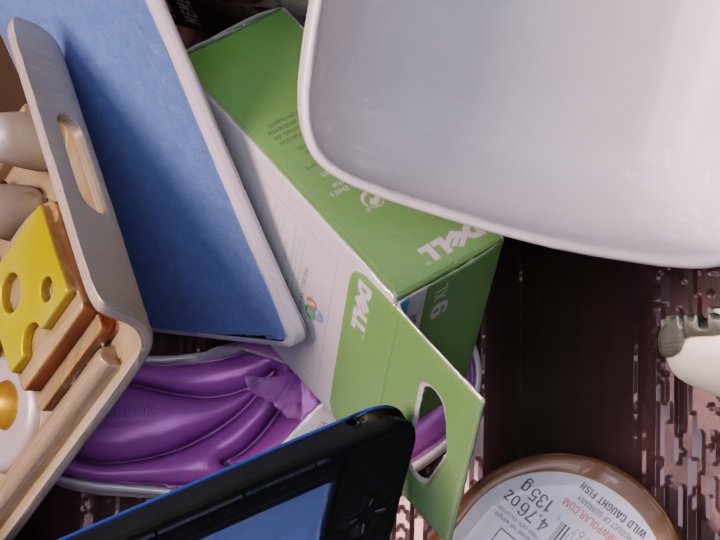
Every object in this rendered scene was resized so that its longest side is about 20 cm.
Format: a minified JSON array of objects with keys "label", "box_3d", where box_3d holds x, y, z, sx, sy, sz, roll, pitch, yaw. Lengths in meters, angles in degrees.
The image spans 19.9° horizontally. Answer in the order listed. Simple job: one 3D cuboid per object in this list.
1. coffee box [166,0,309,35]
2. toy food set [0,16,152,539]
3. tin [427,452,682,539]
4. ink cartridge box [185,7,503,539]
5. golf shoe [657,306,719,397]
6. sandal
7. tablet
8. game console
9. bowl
[{"label":"coffee box","box_3d":[-0.049,-0.160,0.836,0.112,0.200,0.080,17,79,9]},{"label":"toy food set","box_3d":[-0.160,0.018,0.826,0.200,0.060,0.144,-51,48,36]},{"label":"tin","box_3d":[0.054,0.165,0.853,0.112,0.042,0.200,38,86,15]},{"label":"ink cartridge box","box_3d":[0.000,0.000,0.825,0.059,0.104,0.200,-28,60,-27]},{"label":"golf shoe","box_3d":[0.207,0.067,0.798,0.199,0.077,0.089,16,89,10]},{"label":"sandal","box_3d":[-0.047,0.062,0.874,0.201,0.050,0.083,-10,80,4]},{"label":"tablet","box_3d":[-0.095,-0.061,0.833,0.014,0.130,0.201,-33,111,-32]},{"label":"game console","box_3d":[-0.041,0.170,0.743,0.199,0.171,0.118,-21,50,-35]},{"label":"bowl","box_3d":[0.077,-0.111,0.778,0.199,0.075,0.201,13,93,-13]}]
